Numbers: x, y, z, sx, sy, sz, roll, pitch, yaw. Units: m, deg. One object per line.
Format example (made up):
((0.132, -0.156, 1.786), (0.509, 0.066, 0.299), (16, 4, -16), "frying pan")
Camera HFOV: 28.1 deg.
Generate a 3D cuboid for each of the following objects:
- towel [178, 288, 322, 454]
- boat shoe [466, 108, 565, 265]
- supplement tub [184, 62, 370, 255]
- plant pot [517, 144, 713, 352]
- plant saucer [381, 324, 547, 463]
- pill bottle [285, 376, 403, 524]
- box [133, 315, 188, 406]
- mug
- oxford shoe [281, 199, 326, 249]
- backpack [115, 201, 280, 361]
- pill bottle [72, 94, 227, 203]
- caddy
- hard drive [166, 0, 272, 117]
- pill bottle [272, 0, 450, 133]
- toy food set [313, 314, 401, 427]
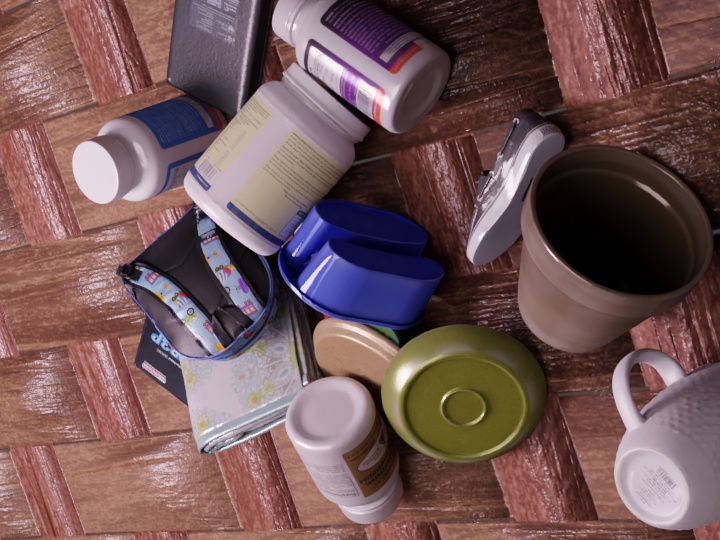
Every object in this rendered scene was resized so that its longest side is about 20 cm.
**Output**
((-0.146, 0.133, 1.909), (0.200, 0.048, 0.171), (-25, 58, 20), "towel")
((0.163, -0.097, 1.639), (0.066, 0.070, 0.200), (52, 137, 32), "boat shoe")
((-0.098, -0.134, 1.726), (0.145, 0.145, 0.200), (43, 96, 16), "supplement tub")
((0.251, -0.005, 1.541), (0.200, 0.200, 0.174), (43, 146, 16), "plant pot")
((0.124, 0.157, 1.726), (0.200, 0.031, 0.200), (2, 119, 3), "plant saucer")
((-0.013, 0.236, 1.841), (0.114, 0.114, 0.200), (17, 148, 32), "pill bottle")
((-0.224, 0.121, 2.047), (0.200, 0.046, 0.159), (35, 126, 22), "box")
((0.340, 0.173, 1.528), (0.148, 0.175, 0.200), (-39, 79, 45), "mug")
((-0.069, -0.089, 1.838), (0.075, 0.070, 0.200), (-8, 101, 10), "oxford shoe")
((-0.186, 0.028, 1.863), (0.183, 0.135, 0.200), (-43, 59, 2), "backpack")
((-0.272, -0.155, 1.866), (0.112, 0.200, 0.112), (16, 117, 33), "pill bottle")
((0.000, 0.000, 1.725), (0.105, 0.200, 0.141), (-59, 35, 31), "caddy")
((-0.182, -0.308, 1.842), (0.139, 0.033, 0.200), (29, 124, 26), "hard drive")
((-0.004, -0.256, 1.669), (0.200, 0.111, 0.112), (38, 128, 21), "pill bottle")
((0.022, 0.123, 1.812), (0.198, 0.049, 0.200), (40, 152, 1), "toy food set")
